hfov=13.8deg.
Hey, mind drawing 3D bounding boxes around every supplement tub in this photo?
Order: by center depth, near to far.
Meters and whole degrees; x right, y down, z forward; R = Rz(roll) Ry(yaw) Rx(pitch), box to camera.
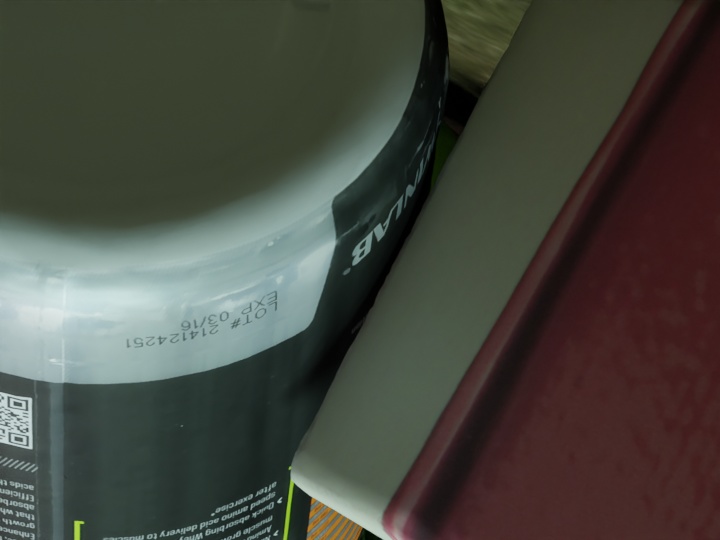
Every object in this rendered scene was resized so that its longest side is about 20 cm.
[{"bbox_3d":[-0.052,0.006,0.581,0.122,0.123,0.200,28,147,13],"label":"supplement tub"}]

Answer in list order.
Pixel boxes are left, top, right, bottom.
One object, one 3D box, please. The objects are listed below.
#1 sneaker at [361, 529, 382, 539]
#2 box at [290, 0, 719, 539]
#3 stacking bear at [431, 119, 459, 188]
[{"bbox_3d":[-0.054,0.078,0.813,0.199,0.078,0.085,15,-175,22],"label":"sneaker"},{"bbox_3d":[0.106,0.038,0.472,0.128,0.109,0.200,32,175,-36],"label":"box"},{"bbox_3d":[0.000,0.000,0.778,0.200,0.114,0.121,27,178,-33],"label":"stacking bear"}]
